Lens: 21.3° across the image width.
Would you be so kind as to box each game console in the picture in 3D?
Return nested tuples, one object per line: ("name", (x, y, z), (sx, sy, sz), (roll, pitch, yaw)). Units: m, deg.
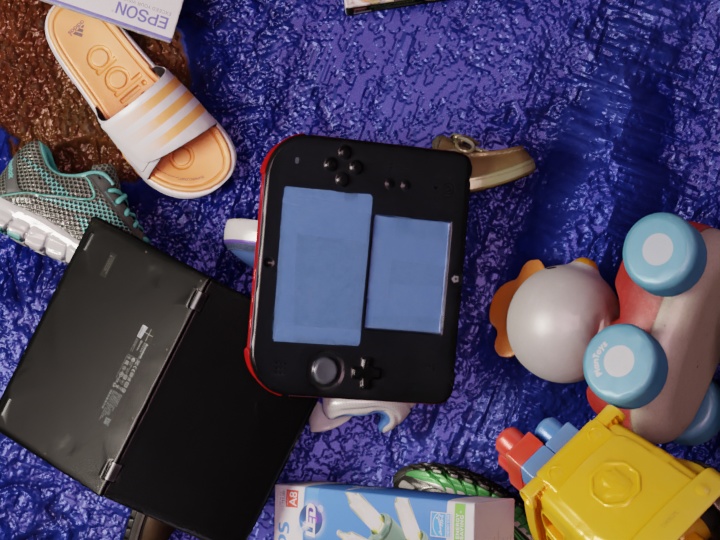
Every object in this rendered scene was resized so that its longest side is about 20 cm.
("game console", (0.000, 0.000, 1.491), (0.175, 0.031, 0.202), (5, 91, -18))

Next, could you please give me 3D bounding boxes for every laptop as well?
("laptop", (-0.155, 0.091, 1.519), (0.199, 0.116, 0.188), (26, 88, 29))

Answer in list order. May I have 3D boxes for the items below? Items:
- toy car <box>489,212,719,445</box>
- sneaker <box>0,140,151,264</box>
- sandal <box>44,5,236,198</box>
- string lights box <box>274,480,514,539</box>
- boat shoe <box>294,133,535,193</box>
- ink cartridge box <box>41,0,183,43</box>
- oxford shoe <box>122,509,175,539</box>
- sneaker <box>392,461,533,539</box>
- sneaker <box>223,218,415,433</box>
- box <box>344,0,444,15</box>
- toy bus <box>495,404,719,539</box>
("toy car", (0.192, 0.031, 1.538), (0.199, 0.184, 0.178), (18, 85, 31))
("sneaker", (-0.213, -0.041, 1.568), (0.199, 0.078, 0.092), (26, 85, 0))
("sandal", (-0.190, -0.143, 1.576), (0.079, 0.059, 0.207), (-43, 88, -1))
("string lights box", (0.024, 0.225, 1.510), (0.199, 0.059, 0.104), (0, 88, 38))
("boat shoe", (0.043, -0.090, 1.568), (0.199, 0.073, 0.064), (-6, 93, 8))
("ink cartridge box", (-0.217, -0.312, 1.591), (0.196, 0.047, 0.202), (18, 90, 0))
("oxford shoe", (-0.132, 0.174, 1.560), (0.084, 0.073, 0.201), (30, 89, -1))
("sneaker", (0.109, 0.223, 1.553), (0.199, 0.078, 0.086), (33, 89, 1))
("sneaker", (-0.037, 0.054, 1.557), (0.199, 0.081, 0.148), (20, 84, -4))
("box", (0.077, -0.282, 1.591), (0.198, 0.035, 0.111), (-9, 88, 0))
("toy bus", (0.188, 0.197, 1.465), (0.136, 0.200, 0.192), (-43, 59, -16))
